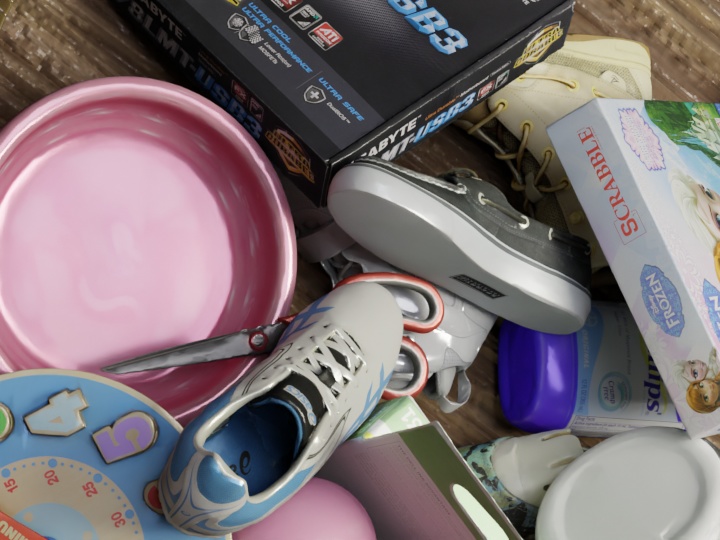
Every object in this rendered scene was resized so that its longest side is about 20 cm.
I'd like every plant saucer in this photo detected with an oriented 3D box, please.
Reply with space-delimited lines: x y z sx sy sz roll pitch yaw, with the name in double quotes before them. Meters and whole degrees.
"plant saucer" -0.136 -0.007 1.497 0.200 0.051 0.202 0 89 -23

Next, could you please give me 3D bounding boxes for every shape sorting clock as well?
"shape sorting clock" -0.168 0.153 1.433 0.199 0.039 0.201 0 89 2

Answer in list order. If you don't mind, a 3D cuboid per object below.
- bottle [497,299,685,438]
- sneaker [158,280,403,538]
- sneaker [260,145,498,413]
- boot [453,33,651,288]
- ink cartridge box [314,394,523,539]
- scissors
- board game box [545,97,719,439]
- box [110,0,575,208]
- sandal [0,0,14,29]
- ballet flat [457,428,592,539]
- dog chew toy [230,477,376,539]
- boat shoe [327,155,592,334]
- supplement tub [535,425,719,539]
"bottle" 0.182 0.064 1.642 0.199 0.065 0.084 5 77 -25
"sneaker" -0.031 0.071 1.440 0.072 0.072 0.200 49 50 -7
"sneaker" 0.000 0.000 1.562 0.199 0.075 0.115 28 66 -21
"boot" 0.102 -0.065 1.627 0.199 0.073 0.156 1 74 -32
"ink cartridge box" 0.053 0.138 1.485 0.048 0.200 0.146 -40 98 -26
"scissors" -0.047 0.032 1.501 0.199 0.014 0.074 5 84 -17
"board game box" 0.210 -0.005 1.580 0.199 0.041 0.201 -5 67 -58
"box" -0.012 -0.158 1.562 0.198 0.050 0.200 -34 66 -26
"sandal" -0.246 -0.119 1.488 0.080 0.054 0.201 35 51 -21
"ballet flat" 0.132 0.124 1.598 0.199 0.074 0.075 7 75 -29
"dog chew toy" -0.034 0.172 1.485 0.124 0.125 0.200 -35 87 -28
"boat shoe" 0.059 -0.024 1.522 0.200 0.068 0.057 30 64 -39
"supplement tub" 0.189 0.195 1.548 0.123 0.122 0.200 -53 134 -26
